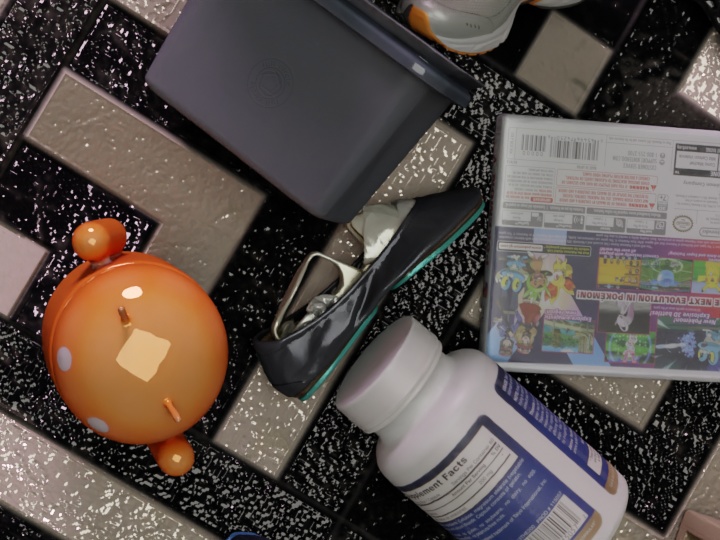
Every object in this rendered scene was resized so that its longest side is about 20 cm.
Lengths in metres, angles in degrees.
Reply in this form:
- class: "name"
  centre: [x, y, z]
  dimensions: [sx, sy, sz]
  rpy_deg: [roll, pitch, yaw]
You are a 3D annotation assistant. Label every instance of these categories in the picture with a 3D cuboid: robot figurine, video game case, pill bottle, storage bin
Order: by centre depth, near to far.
- class: "robot figurine"
  centre: [-0.148, 0.047, 1.327]
  dimensions: [0.116, 0.200, 0.145]
  rpy_deg: [17, 91, -14]
- class: "storage bin"
  centre: [-0.038, -0.130, 1.371]
  dimensions: [0.199, 0.145, 0.135]
  rpy_deg: [38, 97, 13]
- class: "pill bottle"
  centre: [0.081, 0.127, 1.430]
  dimensions: [0.200, 0.111, 0.111]
  rpy_deg: [41, 85, -12]
- class: "video game case"
  centre: [0.187, -0.015, 1.490]
  dimensions: [0.198, 0.023, 0.184]
  rpy_deg: [4, 93, -14]

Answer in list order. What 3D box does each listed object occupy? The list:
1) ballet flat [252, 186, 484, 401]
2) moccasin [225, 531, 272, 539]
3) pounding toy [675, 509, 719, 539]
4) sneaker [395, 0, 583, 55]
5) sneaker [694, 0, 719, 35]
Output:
- class: "ballet flat"
  centre: [0.000, 0.000, 1.426]
  dimensions: [0.073, 0.073, 0.200]
  rpy_deg: [44, 87, -12]
- class: "moccasin"
  centre: [-0.018, 0.257, 1.439]
  dimensions: [0.199, 0.068, 0.081]
  rpy_deg: [28, 88, -13]
- class: "pounding toy"
  centre: [0.296, 0.294, 1.446]
  dimensions: [0.141, 0.200, 0.186]
  rpy_deg: [19, 90, -14]
- class: "sneaker"
  centre: [0.097, -0.215, 1.378]
  dimensions: [0.075, 0.093, 0.200]
  rpy_deg: [34, 41, 21]
- class: "sneaker"
  centre: [0.276, -0.213, 1.477]
  dimensions: [0.079, 0.075, 0.201]
  rpy_deg: [-39, 109, -18]
